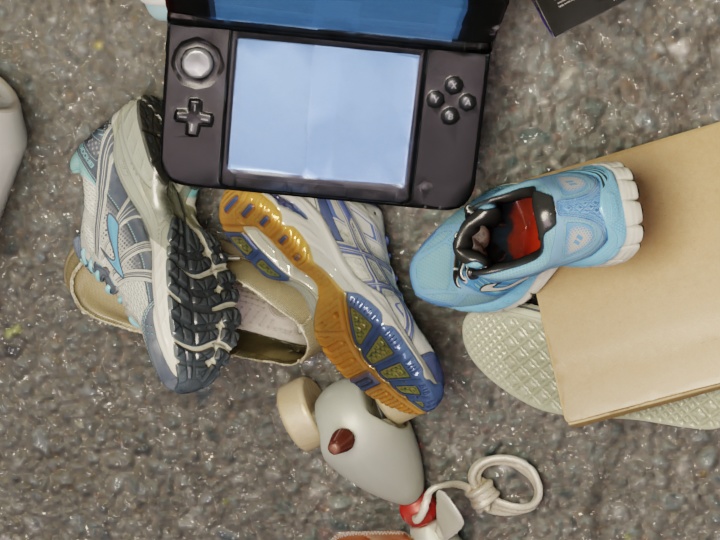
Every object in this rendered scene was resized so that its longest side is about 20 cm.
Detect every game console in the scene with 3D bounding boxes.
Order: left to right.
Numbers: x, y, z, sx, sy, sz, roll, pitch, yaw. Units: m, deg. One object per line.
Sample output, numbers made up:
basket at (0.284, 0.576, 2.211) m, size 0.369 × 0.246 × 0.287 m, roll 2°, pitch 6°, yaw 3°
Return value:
game console at (-0.021, -0.107, 1.321) m, size 0.198 × 0.119 × 0.174 m, roll 6°, pitch 112°, yaw -1°

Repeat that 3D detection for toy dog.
toy dog at (0.022, 0.149, 1.526) m, size 0.200 × 0.096 × 0.132 m, roll 42°, pitch 116°, yaw -10°

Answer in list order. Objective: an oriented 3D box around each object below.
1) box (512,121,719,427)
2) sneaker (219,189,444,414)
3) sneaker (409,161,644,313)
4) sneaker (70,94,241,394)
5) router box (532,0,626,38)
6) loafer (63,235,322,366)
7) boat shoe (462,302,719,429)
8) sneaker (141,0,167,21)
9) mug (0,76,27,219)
box at (0.206, -0.005, 1.415) m, size 0.198 × 0.021 × 0.165 m, roll -16°, pitch 77°, yaw 18°
sneaker at (0.000, 0.000, 1.461) m, size 0.200 × 0.088 × 0.075 m, roll 52°, pitch 142°, yaw -12°
sneaker at (0.084, -0.024, 1.396) m, size 0.200 × 0.089 × 0.079 m, roll -27°, pitch 71°, yaw 54°
sneaker at (-0.139, -0.008, 1.457) m, size 0.086 × 0.077 × 0.202 m, roll -26°, pitch 64°, yaw 28°
router box at (0.163, -0.249, 1.287) m, size 0.199 × 0.052 × 0.158 m, roll -27°, pitch 125°, yaw 5°
loafer at (-0.107, 0.017, 1.503) m, size 0.198 × 0.068 × 0.077 m, roll 7°, pitch 116°, yaw 7°
boat shoe at (0.163, 0.056, 1.478) m, size 0.198 × 0.062 × 0.075 m, roll 10°, pitch 120°, yaw 23°
sneaker at (-0.042, -0.133, 1.415) m, size 0.198 × 0.080 × 0.132 m, roll 3°, pitch 114°, yaw 10°
mug at (-0.309, -0.072, 1.462) m, size 0.185 × 0.150 × 0.154 m, roll 28°, pitch 109°, yaw -11°
